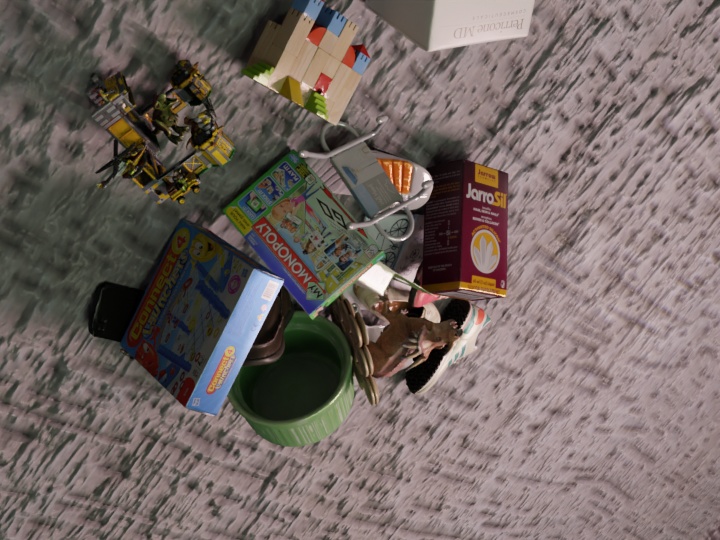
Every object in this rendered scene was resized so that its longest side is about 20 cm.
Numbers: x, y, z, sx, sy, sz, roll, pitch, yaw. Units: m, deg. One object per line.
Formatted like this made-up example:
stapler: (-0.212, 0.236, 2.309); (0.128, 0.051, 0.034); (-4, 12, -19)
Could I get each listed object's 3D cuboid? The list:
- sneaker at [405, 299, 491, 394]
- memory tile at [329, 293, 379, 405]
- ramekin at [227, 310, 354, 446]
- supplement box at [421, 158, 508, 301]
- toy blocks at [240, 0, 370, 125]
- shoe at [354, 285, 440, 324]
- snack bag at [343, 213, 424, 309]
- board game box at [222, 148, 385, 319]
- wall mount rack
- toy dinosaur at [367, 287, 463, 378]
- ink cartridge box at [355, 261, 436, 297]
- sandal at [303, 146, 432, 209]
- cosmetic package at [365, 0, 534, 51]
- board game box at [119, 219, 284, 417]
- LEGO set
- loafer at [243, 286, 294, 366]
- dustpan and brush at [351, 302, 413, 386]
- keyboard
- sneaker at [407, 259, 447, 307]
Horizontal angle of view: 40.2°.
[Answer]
sneaker: (0.164, 0.148, 1.772); (0.093, 0.070, 0.201); (23, 104, -38)
memory tile: (-0.014, 0.104, 1.502); (0.017, 0.200, 0.154); (-17, 113, -10)
ramekin: (-0.103, 0.171, 1.509); (0.199, 0.200, 0.098); (-32, 143, -12)
supplement box: (0.164, -0.060, 1.531); (0.110, 0.085, 0.202); (10, 78, -40)
toy blocks: (-0.059, -0.281, 1.275); (0.200, 0.100, 0.137); (21, 100, -53)
shoe: (0.068, 0.068, 1.624); (0.199, 0.053, 0.070); (25, 107, -42)
snack bag: (0.060, -0.013, 1.610); (0.199, 0.021, 0.190); (0, 122, -36)
board game box: (-0.079, -0.052, 1.354); (0.134, 0.200, 0.029); (-41, 164, -3)
wall mount rack: (0.000, -0.127, 1.341); (0.173, 0.201, 0.075); (-30, 172, -34)
toy dinosaur: (0.056, 0.123, 1.533); (0.085, 0.136, 0.200); (10, 130, -37)
ink cartridge box: (0.000, 0.000, 1.470); (0.200, 0.145, 0.048); (35, 83, -40)
sandal: (0.009, -0.148, 1.447); (0.205, 0.059, 0.080); (11, 122, -17)
cosmetic package: (0.121, -0.409, 1.245); (0.164, 0.165, 0.201); (-15, 130, -26)
board game box: (-0.216, 0.058, 1.309); (0.056, 0.195, 0.201); (24, 94, -44)
LEGO set: (-0.242, -0.182, 1.151); (0.153, 0.201, 0.116); (-29, 137, 14)
loafer: (-0.146, 0.071, 1.427); (0.072, 0.200, 0.072); (-7, 115, 8)
dustpan and brush: (0.008, 0.119, 1.642); (0.139, 0.058, 0.200); (-20, 151, -2)
keyboard: (-0.307, 0.083, 1.414); (0.199, 0.039, 0.105); (19, 86, -42)
sneaker: (0.154, 0.011, 1.603); (0.200, 0.086, 0.074); (-32, 144, -46)
